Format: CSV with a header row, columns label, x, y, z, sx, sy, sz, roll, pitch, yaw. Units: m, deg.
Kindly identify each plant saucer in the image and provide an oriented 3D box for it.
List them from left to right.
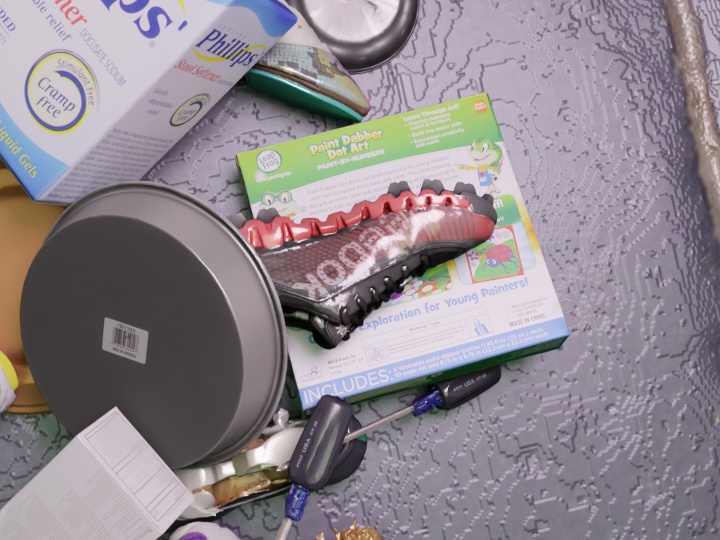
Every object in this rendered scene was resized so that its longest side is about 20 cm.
label,x,y,z,sx,sy,sz,roll,pitch,yaw
plant saucer,-0.243,0.004,0.802,0.198,0.037,0.203,0,86,-5

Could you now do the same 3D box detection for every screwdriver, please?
label,x,y,z,sx,sy,sz,roll,pitch,yaw
screwdriver,-0.049,0.178,0.720,0.029,0.028,0.202,18,86,13
screwdriver,0.024,0.108,0.791,0.199,0.028,0.029,-25,120,-29

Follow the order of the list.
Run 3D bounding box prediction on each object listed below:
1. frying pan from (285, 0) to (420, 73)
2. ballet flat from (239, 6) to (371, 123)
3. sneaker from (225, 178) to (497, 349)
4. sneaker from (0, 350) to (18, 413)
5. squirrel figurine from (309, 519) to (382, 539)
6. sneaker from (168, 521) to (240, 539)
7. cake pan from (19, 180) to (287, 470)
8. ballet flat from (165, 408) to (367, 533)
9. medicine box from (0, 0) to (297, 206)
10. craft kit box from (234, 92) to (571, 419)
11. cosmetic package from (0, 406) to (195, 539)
label,x,y,z,sx,sy,sz,roll,pitch,yaw
frying pan,-0.023,-0.246,0.846,0.114,0.031,0.192,-24,92,-7
ballet flat,-0.084,-0.165,0.815,0.198,0.069,0.072,12,82,1
sneaker,0.000,0.000,0.737,0.198,0.071,0.099,-12,71,-3
sneaker,-0.333,0.110,0.746,0.199,0.085,0.075,-31,96,9
squirrel figurine,0.034,0.261,0.735,0.199,0.187,0.143,28,84,-3
sneaker,-0.144,0.270,0.760,0.080,0.083,0.202,22,101,-6
cake pan,-0.144,0.044,0.721,0.198,0.037,0.203,7,107,21
ballet flat,-0.091,0.140,0.791,0.198,0.073,0.074,-13,88,-6
medicine box,-0.179,-0.176,0.737,0.200,0.103,0.183,-42,80,14
craft kit box,0.027,-0.014,0.801,0.198,0.049,0.200,-14,74,-6
cosmetic package,-0.205,0.183,0.739,0.200,0.051,0.083,-41,89,27
